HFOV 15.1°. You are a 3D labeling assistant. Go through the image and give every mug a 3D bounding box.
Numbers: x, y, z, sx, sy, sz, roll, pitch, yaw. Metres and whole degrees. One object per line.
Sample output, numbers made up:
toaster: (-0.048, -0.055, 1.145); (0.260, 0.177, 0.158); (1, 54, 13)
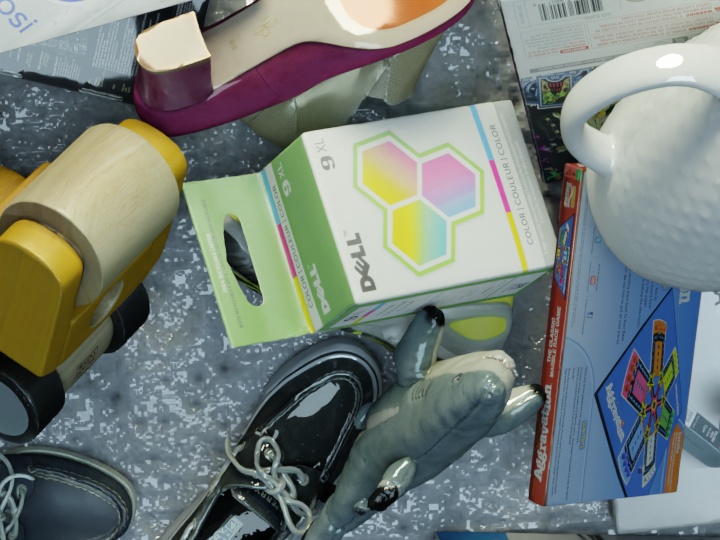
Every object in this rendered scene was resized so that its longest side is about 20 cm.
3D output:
mug: (0.196, -0.070, 1.460); (0.199, 0.175, 0.149); (20, 59, -39)

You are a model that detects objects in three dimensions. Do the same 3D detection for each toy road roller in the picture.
toy road roller: (-0.198, -0.014, 1.538); (0.146, 0.123, 0.200); (35, 139, 8)

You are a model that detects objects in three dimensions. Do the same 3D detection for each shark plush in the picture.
shark plush: (0.015, 0.103, 1.554); (0.200, 0.083, 0.091); (-34, 110, 24)

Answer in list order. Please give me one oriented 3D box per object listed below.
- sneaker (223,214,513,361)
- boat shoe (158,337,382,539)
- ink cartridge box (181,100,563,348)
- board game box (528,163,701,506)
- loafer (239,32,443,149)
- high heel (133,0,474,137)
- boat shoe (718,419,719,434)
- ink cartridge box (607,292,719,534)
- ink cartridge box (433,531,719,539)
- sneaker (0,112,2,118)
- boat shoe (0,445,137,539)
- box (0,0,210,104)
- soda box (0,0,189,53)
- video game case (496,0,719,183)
sneaker: (0.000, 0.000, 1.615); (0.199, 0.075, 0.077); (23, 89, -18)
boat shoe: (-0.057, 0.129, 1.634); (0.074, 0.068, 0.199); (43, 97, -12)
ink cartridge box: (0.009, -0.028, 1.547); (0.199, 0.059, 0.104); (-10, 76, -31)
board game box: (0.154, 0.036, 1.588); (0.102, 0.019, 0.201); (-2, 105, -32)
loafer: (0.017, -0.137, 1.580); (0.200, 0.076, 0.068); (-36, 105, 14)
high heel: (-0.033, -0.126, 1.537); (0.199, 0.096, 0.068); (-10, 68, -4)
boat shoe: (0.298, 0.114, 1.641); (0.201, 0.075, 0.087); (-4, 112, -32)
ink cartridge box: (0.231, 0.051, 1.652); (0.175, 0.045, 0.201); (-7, 104, -2)
ink cartridge box: (0.142, 0.243, 1.668); (0.199, 0.086, 0.147); (2, 103, -3)
sneaker: (-0.309, -0.122, 1.543); (0.104, 0.060, 0.200); (-30, 113, 36)
boat shoe: (-0.233, 0.139, 1.625); (0.199, 0.062, 0.075); (11, 100, -7)
box: (-0.156, -0.205, 1.562); (0.159, 0.044, 0.201); (12, 102, -7)
soda box: (-0.156, -0.170, 1.513); (0.199, 0.068, 0.064); (-15, 104, -1)
video game case: (0.186, -0.127, 1.541); (0.199, 0.036, 0.182); (-10, 145, 8)
